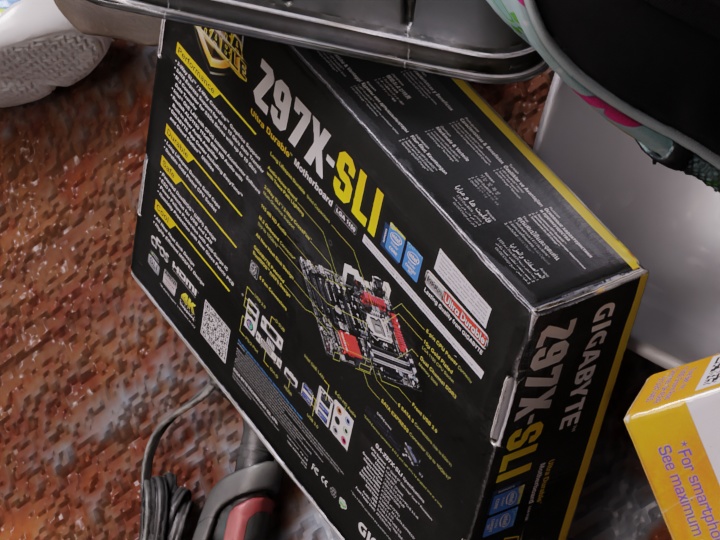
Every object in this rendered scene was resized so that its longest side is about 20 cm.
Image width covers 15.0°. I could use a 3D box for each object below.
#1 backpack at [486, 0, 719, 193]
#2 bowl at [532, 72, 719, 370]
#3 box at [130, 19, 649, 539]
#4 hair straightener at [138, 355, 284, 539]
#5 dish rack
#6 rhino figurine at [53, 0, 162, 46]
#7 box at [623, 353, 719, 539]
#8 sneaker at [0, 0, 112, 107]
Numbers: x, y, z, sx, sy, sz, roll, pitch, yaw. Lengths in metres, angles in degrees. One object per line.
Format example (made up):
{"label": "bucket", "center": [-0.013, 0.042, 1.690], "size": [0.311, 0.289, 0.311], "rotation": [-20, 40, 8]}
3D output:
{"label": "backpack", "center": [0.108, -0.115, 0.699], "size": [0.178, 0.199, 0.151], "rotation": [-57, 41, 14]}
{"label": "bowl", "center": [0.161, -0.051, 0.817], "size": [0.199, 0.074, 0.201], "rotation": [24, 95, 34]}
{"label": "box", "center": [0.000, 0.000, 0.881], "size": [0.200, 0.049, 0.160], "rotation": [48, 142, 33]}
{"label": "hair straightener", "center": [-0.075, 0.127, 0.964], "size": [0.077, 0.041, 0.202], "rotation": [9, 90, 35]}
{"label": "dish rack", "center": [0.012, -0.138, 0.863], "size": [0.152, 0.200, 0.055], "rotation": [14, 125, 14]}
{"label": "rhino figurine", "center": [-0.022, -0.113, 0.956], "size": [0.199, 0.060, 0.088], "rotation": [10, 74, 20]}
{"label": "box", "center": [0.183, 0.058, 0.724], "size": [0.199, 0.041, 0.120], "rotation": [-20, 99, 24]}
{"label": "sneaker", "center": [-0.179, -0.114, 1.058], "size": [0.199, 0.076, 0.106], "rotation": [-8, 77, 34]}
